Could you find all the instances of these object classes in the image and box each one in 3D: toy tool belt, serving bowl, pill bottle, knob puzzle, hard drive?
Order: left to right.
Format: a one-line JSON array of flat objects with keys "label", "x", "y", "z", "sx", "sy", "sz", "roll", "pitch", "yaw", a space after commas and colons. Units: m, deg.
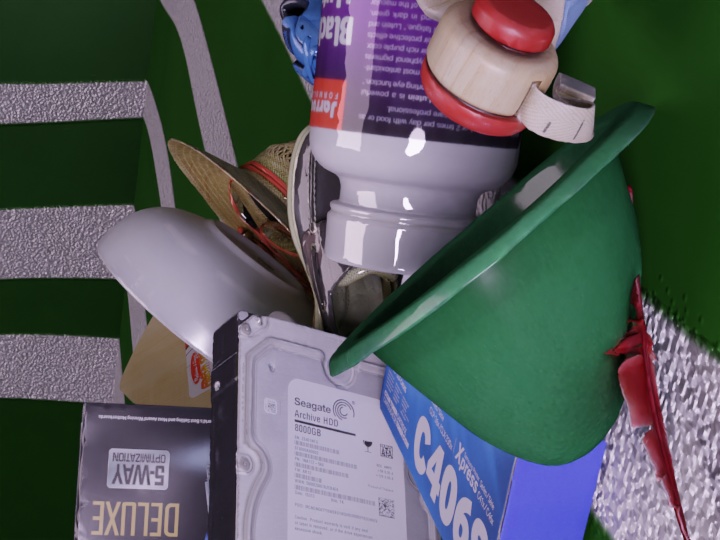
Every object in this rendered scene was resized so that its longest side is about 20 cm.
[{"label": "knob puzzle", "x": -0.117, "y": 0.061, "z": 1.125, "sx": 0.031, "sy": 0.218, "sz": 0.221, "roll": 52, "pitch": -164, "yaw": -39}, {"label": "serving bowl", "x": -0.094, "y": 0.015, "z": 0.963, "sx": 0.066, "sy": 0.199, "sz": 0.200, "roll": -51, "pitch": 20, "yaw": 4}, {"label": "hard drive", "x": -0.018, "y": 0.132, "z": 0.733, "sx": 0.038, "sy": 0.139, "sz": 0.202, "roll": -37, "pitch": 45, "yaw": 45}, {"label": "pill bottle", "x": 0.032, "y": -0.102, "z": 0.673, "sx": 0.111, "sy": 0.110, "sz": 0.203, "roll": -152, "pitch": 67, "yaw": -74}, {"label": "toy tool belt", "x": 0.071, "y": -0.153, "z": 0.505, "sx": 0.201, "sy": 0.124, "sz": 0.124, "roll": -77, "pitch": 11, "yaw": -52}]

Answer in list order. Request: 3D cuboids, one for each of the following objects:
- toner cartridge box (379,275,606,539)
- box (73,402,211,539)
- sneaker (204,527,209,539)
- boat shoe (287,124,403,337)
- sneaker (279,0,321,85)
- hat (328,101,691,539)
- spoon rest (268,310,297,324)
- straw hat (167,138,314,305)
[{"label": "toner cartridge box", "x": 0.058, "y": 0.075, "z": 0.658, "sx": 0.200, "sy": 0.043, "sz": 0.096, "roll": -120, "pitch": 38, "yaw": -65}, {"label": "box", "x": -0.102, "y": 0.177, "z": 0.929, "sx": 0.050, "sy": 0.197, "sz": 0.160, "roll": 149, "pitch": 124, "yaw": -76}, {"label": "sneaker", "x": -0.051, "y": 0.222, "z": 0.772, "sx": 0.079, "sy": 0.088, "sz": 0.202, "roll": -54, "pitch": -49, "yaw": -45}, {"label": "boat shoe", "x": -0.001, "y": 0.001, "z": 0.854, "sx": 0.066, "sy": 0.071, "sz": 0.204, "roll": -6, "pitch": 89, "yaw": 64}, {"label": "sneaker", "x": -0.017, "y": -0.141, "z": 0.934, "sx": 0.201, "sy": 0.077, "sz": 0.066, "roll": -108, "pitch": 29, "yaw": -51}, {"label": "hat", "x": 0.098, "y": 0.056, "z": 0.531, "sx": 0.200, "sy": 0.176, "sz": 0.165, "roll": -42, "pitch": 2, "yaw": -42}, {"label": "spoon rest", "x": -0.020, "y": 0.121, "z": 0.835, "sx": 0.202, "sy": 0.060, "sz": 0.099, "roll": 70, "pitch": 159, "yaw": 8}, {"label": "straw hat", "x": -0.048, "y": -0.057, "z": 0.988, "sx": 0.085, "sy": 0.201, "sz": 0.201, "roll": -46, "pitch": 11, "yaw": -11}]
